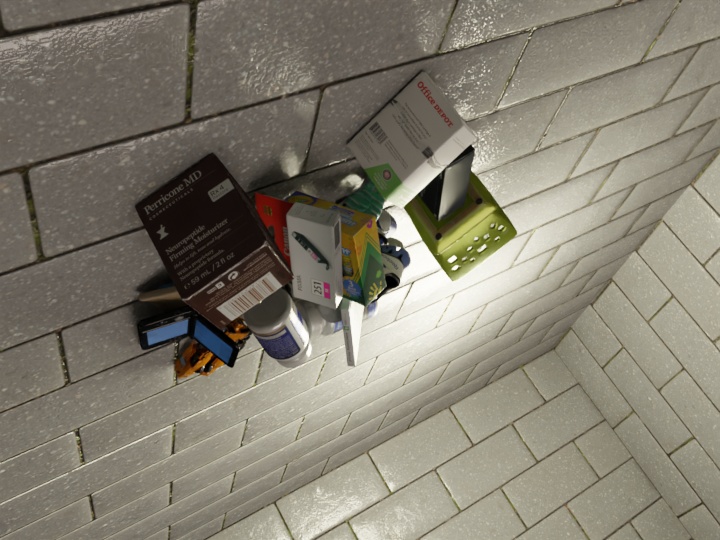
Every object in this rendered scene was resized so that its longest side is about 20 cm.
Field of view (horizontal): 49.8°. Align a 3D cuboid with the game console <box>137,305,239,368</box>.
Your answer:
[{"bbox_3d":[-0.349,0.153,1.567,0.173,0.118,0.200,-17,166,-19],"label":"game console"}]

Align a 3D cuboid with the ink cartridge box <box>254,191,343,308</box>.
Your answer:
[{"bbox_3d":[-0.118,-0.035,1.418,0.044,0.170,0.203,-59,157,-43],"label":"ink cartridge box"}]

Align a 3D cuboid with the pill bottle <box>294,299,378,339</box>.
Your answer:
[{"bbox_3d":[-0.062,0.093,1.914,0.197,0.115,0.115,-20,153,-31],"label":"pill bottle"}]

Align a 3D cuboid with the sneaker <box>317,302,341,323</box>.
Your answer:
[{"bbox_3d":[-0.071,0.007,1.720,0.074,0.204,0.114,-10,-170,10],"label":"sneaker"}]

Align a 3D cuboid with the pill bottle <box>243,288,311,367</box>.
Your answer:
[{"bbox_3d":[-0.183,0.135,1.770,0.114,0.116,0.201,-31,143,-6],"label":"pill bottle"}]

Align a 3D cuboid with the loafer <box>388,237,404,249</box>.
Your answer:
[{"bbox_3d":[0.036,-0.034,1.861,0.198,0.070,0.070,-13,148,-42],"label":"loafer"}]

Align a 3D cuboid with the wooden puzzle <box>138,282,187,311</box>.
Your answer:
[{"bbox_3d":[-0.312,0.049,1.530,0.181,0.038,0.200,-12,163,12],"label":"wooden puzzle"}]

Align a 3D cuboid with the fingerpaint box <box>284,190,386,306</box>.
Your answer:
[{"bbox_3d":[-0.058,-0.042,1.480,0.073,0.197,0.169,-42,139,-35],"label":"fingerpaint box"}]

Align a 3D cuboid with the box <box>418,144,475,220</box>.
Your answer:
[{"bbox_3d":[0.155,-0.219,1.581,0.078,0.142,0.201,-27,157,-13],"label":"box"}]

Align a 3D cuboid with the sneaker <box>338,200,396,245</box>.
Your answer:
[{"bbox_3d":[0.021,-0.076,1.684,0.080,0.116,0.198,-40,155,21],"label":"sneaker"}]

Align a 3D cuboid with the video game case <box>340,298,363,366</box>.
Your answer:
[{"bbox_3d":[-0.015,0.076,1.717,0.022,0.202,0.184,2,134,8],"label":"video game case"}]

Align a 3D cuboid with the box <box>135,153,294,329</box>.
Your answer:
[{"bbox_3d":[-0.240,-0.045,1.302,0.164,0.202,0.164,-34,157,-1],"label":"box"}]

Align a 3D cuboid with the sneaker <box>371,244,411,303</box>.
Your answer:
[{"bbox_3d":[0.001,0.000,1.577,0.195,0.116,0.082,6,133,8],"label":"sneaker"}]

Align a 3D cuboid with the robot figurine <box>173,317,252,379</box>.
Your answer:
[{"bbox_3d":[-0.334,0.172,1.769,0.200,0.059,0.144,-45,155,23],"label":"robot figurine"}]

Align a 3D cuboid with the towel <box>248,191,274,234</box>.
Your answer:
[{"bbox_3d":[-0.245,-0.063,1.473,0.198,0.035,0.133,-35,158,-5],"label":"towel"}]

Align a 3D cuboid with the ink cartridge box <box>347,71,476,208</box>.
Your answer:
[{"bbox_3d":[0.096,-0.242,1.449,0.199,0.147,0.084,-41,156,16],"label":"ink cartridge box"}]

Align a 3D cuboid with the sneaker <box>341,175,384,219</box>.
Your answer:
[{"bbox_3d":[0.007,-0.129,1.564,0.201,0.074,0.088,-54,-178,-38],"label":"sneaker"}]

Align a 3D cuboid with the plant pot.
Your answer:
[{"bbox_3d":[0.216,-0.127,1.780,0.198,0.202,0.181,-37,151,8],"label":"plant pot"}]

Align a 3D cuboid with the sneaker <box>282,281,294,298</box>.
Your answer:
[{"bbox_3d":[-0.147,0.026,1.729,0.079,0.075,0.200,-32,157,8],"label":"sneaker"}]
